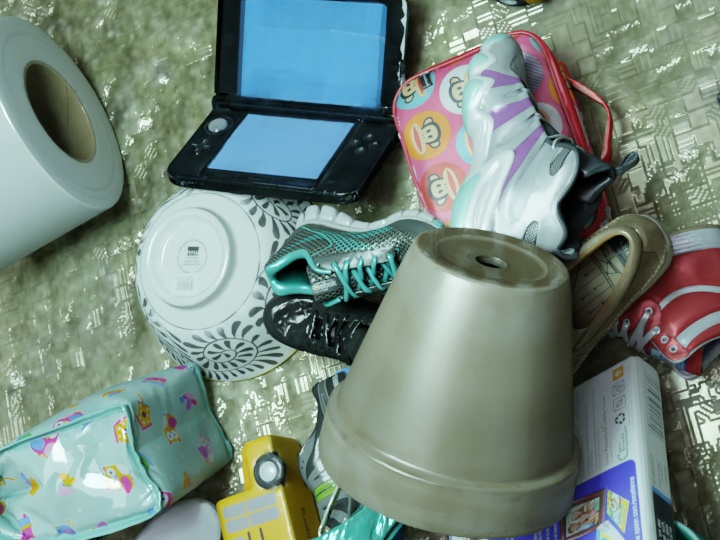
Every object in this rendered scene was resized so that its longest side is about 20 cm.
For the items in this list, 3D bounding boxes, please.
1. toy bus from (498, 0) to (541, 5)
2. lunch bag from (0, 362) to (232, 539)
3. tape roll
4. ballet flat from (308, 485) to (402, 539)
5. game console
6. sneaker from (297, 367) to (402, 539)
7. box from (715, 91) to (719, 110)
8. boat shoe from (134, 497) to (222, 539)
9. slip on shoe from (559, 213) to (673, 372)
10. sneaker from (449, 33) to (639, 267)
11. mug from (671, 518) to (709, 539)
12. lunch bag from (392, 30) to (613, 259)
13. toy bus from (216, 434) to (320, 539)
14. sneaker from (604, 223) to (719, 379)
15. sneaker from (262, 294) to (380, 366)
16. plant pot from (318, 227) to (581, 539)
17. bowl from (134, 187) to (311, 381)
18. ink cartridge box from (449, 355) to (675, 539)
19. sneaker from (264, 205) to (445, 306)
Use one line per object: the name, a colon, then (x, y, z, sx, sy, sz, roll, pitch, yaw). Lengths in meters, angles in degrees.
toy bus: (0.068, -0.285, 1.352, 0.198, 0.078, 0.066, 12, 85, 25)
lunch bag: (-0.238, 0.177, 1.356, 0.198, 0.170, 0.123, -23, 91, 18)
tape roll: (-0.336, -0.118, 1.442, 0.138, 0.202, 0.205, -26, 71, 18)
ballet flat: (0.027, 0.170, 1.244, 0.070, 0.067, 0.200, 43, 78, 1)
game console: (-0.067, -0.162, 1.372, 0.198, 0.117, 0.176, 7, 42, 25)
sneaker: (-0.012, 0.185, 1.321, 0.082, 0.070, 0.202, -10, 74, 34)
box: (0.404, -0.086, 1.191, 0.197, 0.050, 0.202, -23, 71, 18)
boat shoe: (-0.184, 0.289, 1.375, 0.071, 0.066, 0.202, 27, 96, 3)
slip on shoe: (0.160, 0.034, 1.195, 0.200, 0.060, 0.076, -44, 72, 27)
sneaker: (0.150, -0.095, 1.192, 0.138, 0.078, 0.203, -3, 71, 27)
mug: (0.241, 0.264, 1.153, 0.151, 0.114, 0.187, -15, 49, 49)
lunch bag: (0.133, -0.094, 1.300, 0.174, 0.082, 0.202, -22, 74, 15)
toy bus: (-0.070, 0.249, 1.331, 0.078, 0.065, 0.202, -22, 73, 21)
sneaker: (0.211, 0.044, 1.240, 0.198, 0.071, 0.114, -18, 70, 18)
sneaker: (0.006, 0.058, 1.292, 0.197, 0.104, 0.061, 12, 98, 6)
plant pot: (0.080, 0.070, 1.122, 0.198, 0.199, 0.176, 22, 112, 26)
bowl: (-0.136, -0.005, 1.392, 0.198, 0.094, 0.203, -5, 78, 24)
ink cartridge box: (0.152, 0.190, 1.194, 0.199, 0.043, 0.200, -32, 37, 33)
sneaker: (0.000, 0.000, 1.273, 0.199, 0.091, 0.078, 2, 124, 45)
